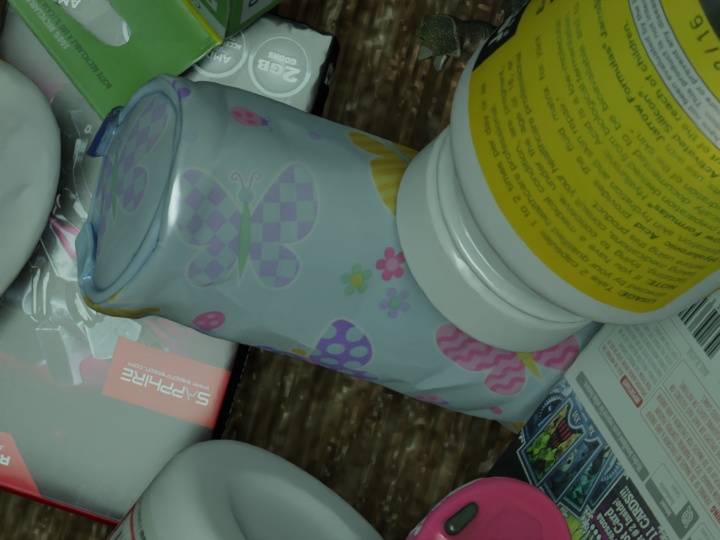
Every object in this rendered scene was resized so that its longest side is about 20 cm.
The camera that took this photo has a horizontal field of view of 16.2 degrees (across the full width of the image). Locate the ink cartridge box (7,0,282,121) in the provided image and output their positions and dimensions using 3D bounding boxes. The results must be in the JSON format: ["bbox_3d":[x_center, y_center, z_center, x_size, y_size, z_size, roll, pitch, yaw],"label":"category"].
[{"bbox_3d":[-0.043,-0.156,0.911,0.200,0.059,0.104,-37,79,-14],"label":"ink cartridge box"}]

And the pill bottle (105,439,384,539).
[{"bbox_3d":[-0.076,0.166,0.895,0.112,0.112,0.200,40,110,3],"label":"pill bottle"}]

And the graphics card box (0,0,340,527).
[{"bbox_3d":[-0.094,-0.010,0.947,0.125,0.051,0.202,18,89,3],"label":"graphics card box"}]

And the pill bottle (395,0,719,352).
[{"bbox_3d":[0.097,-0.050,0.790,0.111,0.200,0.112,17,56,-27],"label":"pill bottle"}]

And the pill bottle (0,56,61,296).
[{"bbox_3d":[-0.211,-0.064,0.897,0.199,0.116,0.117,35,91,26],"label":"pill bottle"}]

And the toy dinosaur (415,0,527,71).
[{"bbox_3d":[0.076,-0.104,0.930,0.076,0.102,0.202,-12,72,30],"label":"toy dinosaur"}]

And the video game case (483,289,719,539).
[{"bbox_3d":[0.101,0.109,0.815,0.036,0.200,0.182,26,109,-33],"label":"video game case"}]

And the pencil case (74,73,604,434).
[{"bbox_3d":[0.000,0.000,0.891,0.199,0.083,0.091,16,115,-23],"label":"pencil case"}]

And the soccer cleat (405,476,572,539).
[{"bbox_3d":[0.012,0.163,0.815,0.069,0.086,0.201,22,72,-11],"label":"soccer cleat"}]
